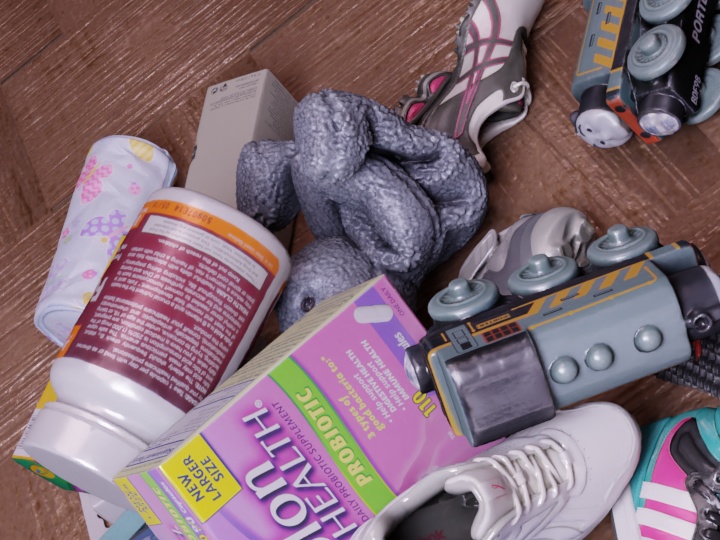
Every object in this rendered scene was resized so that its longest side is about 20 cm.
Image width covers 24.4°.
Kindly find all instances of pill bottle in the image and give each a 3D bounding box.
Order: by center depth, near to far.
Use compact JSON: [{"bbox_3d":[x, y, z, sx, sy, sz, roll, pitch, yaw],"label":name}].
[{"bbox_3d":[-0.138,0.054,1.130,0.114,0.114,0.200,9,63,41],"label":"pill bottle"}]

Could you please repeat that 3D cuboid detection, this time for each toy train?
[{"bbox_3d":[0.126,0.038,1.007,0.200,0.085,0.114,-19,20,-3],"label":"toy train"},{"bbox_3d":[0.218,-0.180,1.255,0.114,0.085,0.200,-15,50,43],"label":"toy train"}]

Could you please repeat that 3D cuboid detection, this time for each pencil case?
[{"bbox_3d":[-0.221,-0.023,1.466,0.091,0.083,0.200,-14,49,31],"label":"pencil case"}]

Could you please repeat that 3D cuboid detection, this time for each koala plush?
[{"bbox_3d":[0.000,0.000,1.232,0.177,0.184,0.200,-32,45,61],"label":"koala plush"}]

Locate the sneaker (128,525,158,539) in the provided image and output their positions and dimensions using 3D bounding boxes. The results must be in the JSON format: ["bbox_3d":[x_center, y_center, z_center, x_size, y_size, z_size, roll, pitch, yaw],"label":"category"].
[{"bbox_3d":[-0.092,0.194,1.215,0.200,0.075,0.078,-43,57,6],"label":"sneaker"}]

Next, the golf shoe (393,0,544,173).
[{"bbox_3d":[0.110,-0.162,1.349,0.088,0.077,0.200,27,77,26],"label":"golf shoe"}]

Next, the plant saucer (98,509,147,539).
[{"bbox_3d":[-0.126,0.157,1.232,0.200,0.070,0.019,-46,64,18],"label":"plant saucer"}]

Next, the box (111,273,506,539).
[{"bbox_3d":[-0.020,0.135,1.061,0.200,0.176,0.097,-39,7,-26],"label":"box"}]

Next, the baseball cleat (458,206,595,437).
[{"bbox_3d":[0.103,0.045,1.191,0.106,0.070,0.200,-5,49,52],"label":"baseball cleat"}]

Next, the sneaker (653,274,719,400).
[{"bbox_3d":[0.249,0.040,1.081,0.093,0.070,0.200,-4,13,-20],"label":"sneaker"}]

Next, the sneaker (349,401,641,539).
[{"bbox_3d":[0.085,0.135,0.974,0.200,0.099,0.078,-30,74,-13],"label":"sneaker"}]

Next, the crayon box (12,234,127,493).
[{"bbox_3d":[-0.171,0.068,1.247,0.119,0.058,0.200,-2,59,54],"label":"crayon box"}]

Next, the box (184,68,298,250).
[{"bbox_3d":[-0.100,-0.066,1.411,0.068,0.082,0.200,-13,49,29],"label":"box"}]

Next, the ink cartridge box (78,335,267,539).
[{"bbox_3d":[-0.156,0.129,1.305,0.200,0.068,0.116,-36,42,9],"label":"ink cartridge box"}]

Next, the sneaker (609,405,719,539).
[{"bbox_3d":[0.221,0.158,0.990,0.121,0.084,0.200,-33,41,25],"label":"sneaker"}]
